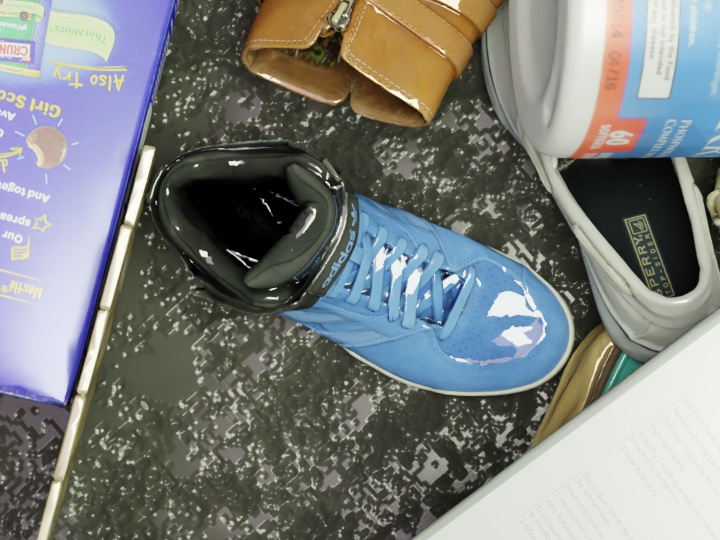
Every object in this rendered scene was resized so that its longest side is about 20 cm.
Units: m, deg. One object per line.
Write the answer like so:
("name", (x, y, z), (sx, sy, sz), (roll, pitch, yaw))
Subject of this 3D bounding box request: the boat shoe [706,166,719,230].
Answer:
("boat shoe", (0.188, -0.027, 0.784), (0.068, 0.075, 0.202), (22, 85, 15))

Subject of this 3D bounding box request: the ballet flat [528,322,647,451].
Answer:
("ballet flat", (0.091, 0.112, 0.786), (0.068, 0.063, 0.201), (29, 85, -17))

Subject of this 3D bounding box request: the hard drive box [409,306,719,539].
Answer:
("hard drive box", (0.131, 0.117, 0.682), (0.199, 0.077, 0.156), (-37, 80, 14))

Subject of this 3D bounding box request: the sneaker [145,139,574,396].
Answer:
("sneaker", (-0.001, 0.001, 0.775), (0.198, 0.111, 0.077), (25, 90, 6))

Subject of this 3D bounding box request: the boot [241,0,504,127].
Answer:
("boot", (0.053, -0.134, 0.763), (0.198, 0.077, 0.156), (15, 64, 15))

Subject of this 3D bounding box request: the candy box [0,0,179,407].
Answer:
("candy box", (-0.179, -0.057, 0.759), (0.167, 0.077, 0.202), (15, 82, -5))

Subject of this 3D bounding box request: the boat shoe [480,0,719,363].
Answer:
("boat shoe", (0.102, -0.057, 0.765), (0.071, 0.066, 0.202), (-15, 64, -1))

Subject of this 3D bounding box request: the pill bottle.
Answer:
("pill bottle", (0.164, -0.100, 0.694), (0.198, 0.112, 0.114), (-1, 87, -7))

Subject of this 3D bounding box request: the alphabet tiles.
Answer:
("alphabet tiles", (-0.116, 0.047, 0.756), (0.006, 0.166, 0.202), (15, 89, -6))
